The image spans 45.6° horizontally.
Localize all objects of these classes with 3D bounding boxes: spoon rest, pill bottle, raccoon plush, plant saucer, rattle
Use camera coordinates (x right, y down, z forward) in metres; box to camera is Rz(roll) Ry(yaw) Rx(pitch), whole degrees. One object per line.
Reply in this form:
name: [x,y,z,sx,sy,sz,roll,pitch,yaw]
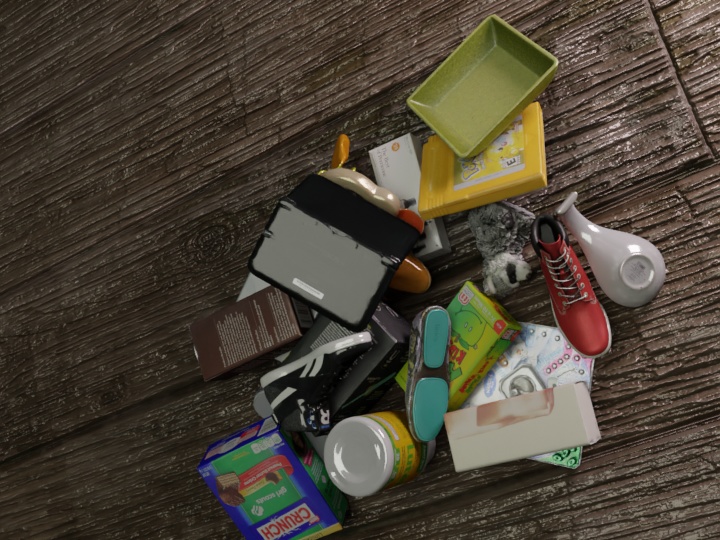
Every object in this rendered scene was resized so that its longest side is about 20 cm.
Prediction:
spoon rest: [0.358,-0.032,1.237,0.200,0.061,0.099,43,90,-8]
pill bottle: [0.039,0.270,1.293,0.110,0.199,0.113,-2,85,28]
raccoon plush: [0.195,-0.046,1.345,0.200,0.096,0.135,38,114,51]
plant saucer: [0.194,-0.279,1.339,0.200,0.048,0.200,-45,43,9]
rattle: [0.030,-0.129,1.390,0.198,0.143,0.132,11,126,20]

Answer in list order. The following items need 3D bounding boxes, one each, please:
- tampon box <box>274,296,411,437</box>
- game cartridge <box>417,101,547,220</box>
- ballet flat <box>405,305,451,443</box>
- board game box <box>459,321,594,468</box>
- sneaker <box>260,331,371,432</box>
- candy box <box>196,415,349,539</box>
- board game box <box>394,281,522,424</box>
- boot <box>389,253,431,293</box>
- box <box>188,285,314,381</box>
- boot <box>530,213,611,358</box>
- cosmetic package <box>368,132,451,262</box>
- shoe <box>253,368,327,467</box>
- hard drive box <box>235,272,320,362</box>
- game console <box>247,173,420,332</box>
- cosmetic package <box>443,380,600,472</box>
tampon box: [-0.018,0.144,1.366,0.126,0.150,0.200,45,103,21]
game cartridge: [0.186,-0.170,1.324,0.198,0.033,0.178,-14,44,22]
ballet flat: [0.099,0.155,1.292,0.071,0.072,0.203,4,84,25]
board game box: [0.246,0.181,1.305,0.198,0.026,0.203,8,87,26]
sneaker: [-0.049,0.174,1.261,0.199,0.073,0.113,-28,78,28]
candy box: [-0.140,0.351,1.393,0.168,0.077,0.201,-27,105,19]
board game box: [0.148,0.128,1.320,0.201,0.047,0.102,-55,53,19]
boot: [0.000,-0.001,1.331,0.200,0.144,0.071,28,118,15]
box: [-0.175,0.100,1.406,0.198,0.075,0.101,-24,75,19]
boot: [0.295,0.023,1.221,0.072,0.144,0.202,-23,67,11]
cosmetic package: [0.080,-0.115,1.407,0.082,0.051,0.202,-20,76,21]
shoe: [-0.085,0.247,1.432,0.200,0.091,0.072,40,116,-6]
hard drive box: [-0.117,0.042,1.467,0.155,0.077,0.202,28,96,25]
game console: [-0.037,-0.030,1.272,0.198,0.116,0.177,29,93,8]
cosmetic package: [0.232,0.224,1.236,0.198,0.103,0.088,-17,78,21]
